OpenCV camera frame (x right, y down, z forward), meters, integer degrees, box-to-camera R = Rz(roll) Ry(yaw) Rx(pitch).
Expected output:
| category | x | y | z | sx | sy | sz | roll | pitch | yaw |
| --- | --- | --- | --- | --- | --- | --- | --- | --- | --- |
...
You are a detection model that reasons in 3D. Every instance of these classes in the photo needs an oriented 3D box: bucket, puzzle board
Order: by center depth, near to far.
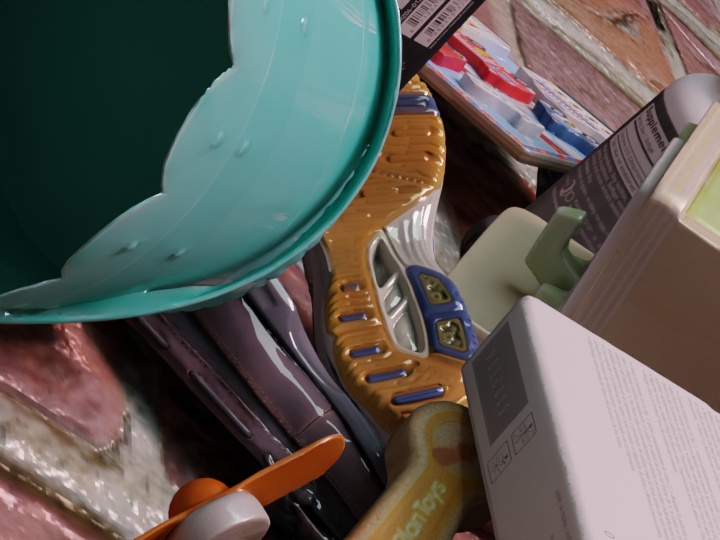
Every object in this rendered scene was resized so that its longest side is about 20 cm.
| category | x | y | z | sx | sy | sz | roll | pitch | yaw |
| --- | --- | --- | --- | --- | --- | --- | --- | --- | --- |
| bucket | -0.092 | -0.080 | 0.744 | 0.208 | 0.207 | 0.135 | 58 | 19 | 21 |
| puzzle board | 0.070 | -0.113 | 1.254 | 0.150 | 0.017 | 0.200 | 8 | 30 | -52 |

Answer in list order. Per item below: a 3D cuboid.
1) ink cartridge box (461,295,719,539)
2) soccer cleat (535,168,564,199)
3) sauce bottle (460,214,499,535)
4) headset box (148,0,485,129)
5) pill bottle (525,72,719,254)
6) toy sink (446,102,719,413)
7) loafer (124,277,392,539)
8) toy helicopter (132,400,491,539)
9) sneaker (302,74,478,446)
| category | x | y | z | sx | sy | sz | roll | pitch | yaw |
| --- | --- | --- | --- | --- | --- | --- | --- | --- | --- |
| ink cartridge box | 0.125 | 0.113 | 0.752 | 0.176 | 0.045 | 0.200 | 30 | 25 | -21 |
| soccer cleat | 0.180 | -0.013 | 1.321 | 0.200 | 0.065 | 0.084 | 33 | 25 | -34 |
| sauce bottle | 0.069 | 0.040 | 1.024 | 0.066 | 0.066 | 0.200 | 39 | 25 | -24 |
| headset box | -0.064 | -0.137 | 0.896 | 0.093 | 0.174 | 0.201 | 23 | 29 | -48 |
| pill bottle | 0.167 | -0.027 | 1.135 | 0.116 | 0.200 | 0.116 | 40 | 23 | -21 |
| toy sink | 0.151 | 0.011 | 0.965 | 0.199 | 0.112 | 0.130 | 34 | 28 | 6 |
| loafer | -0.031 | 0.063 | 0.827 | 0.201 | 0.063 | 0.072 | 58 | -7 | 8 |
| toy helicopter | -0.007 | 0.100 | 0.727 | 0.132 | 0.079 | 0.200 | 36 | 38 | 3 |
| sneaker | 0.000 | 0.000 | 0.926 | 0.075 | 0.088 | 0.201 | -1 | 54 | -7 |
